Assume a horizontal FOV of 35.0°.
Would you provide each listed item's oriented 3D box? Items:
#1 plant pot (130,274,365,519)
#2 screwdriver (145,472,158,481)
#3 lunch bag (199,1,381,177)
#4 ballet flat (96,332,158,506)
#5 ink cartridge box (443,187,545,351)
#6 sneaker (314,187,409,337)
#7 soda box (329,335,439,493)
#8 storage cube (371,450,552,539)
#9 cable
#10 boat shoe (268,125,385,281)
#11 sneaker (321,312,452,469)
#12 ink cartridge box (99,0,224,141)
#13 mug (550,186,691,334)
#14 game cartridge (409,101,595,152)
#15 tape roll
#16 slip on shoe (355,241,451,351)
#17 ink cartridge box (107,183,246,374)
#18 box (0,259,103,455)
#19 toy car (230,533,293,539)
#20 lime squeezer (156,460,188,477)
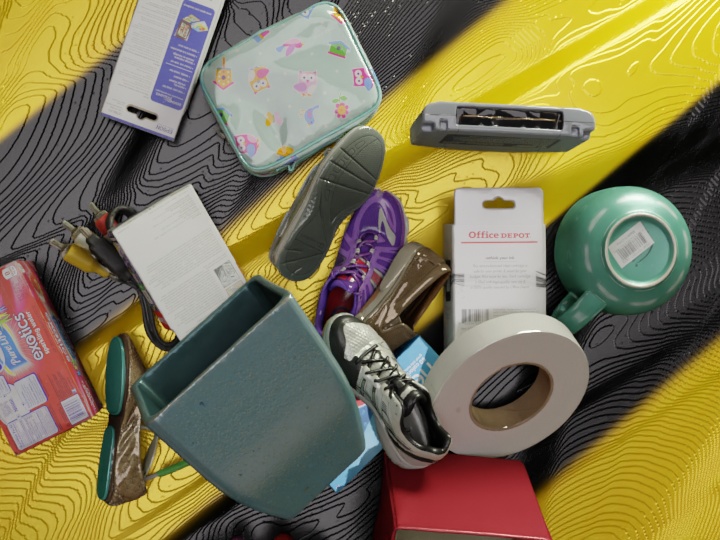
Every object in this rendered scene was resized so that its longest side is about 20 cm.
[{"bbox_3d":[-0.107,0.152,1.247,0.196,0.196,0.200,-41,105,-8],"label":"plant pot"},{"bbox_3d":[-0.192,0.228,1.370,0.198,0.029,0.028,-19,92,-5],"label":"screwdriver"},{"bbox_3d":[-0.083,-0.207,1.350,0.199,0.077,0.161,-29,94,-4],"label":"lunch bag"},{"bbox_3d":[-0.271,0.176,1.352,0.065,0.070,0.202,6,91,-31],"label":"ballet flat"},{"bbox_3d":[0.161,0.003,1.377,0.115,0.067,0.202,0,91,-6],"label":"ink cartridge box"},{"bbox_3d":[0.000,0.000,1.350,0.080,0.083,0.202,19,89,9],"label":"sneaker"},{"bbox_3d":[0.018,0.169,1.369,0.200,0.064,0.068,-44,94,-4],"label":"soda box"},{"bbox_3d":[0.106,0.325,1.300,0.198,0.180,0.173,6,109,-5],"label":"storage cube"},{"bbox_3d":[-0.271,0.003,1.366,0.097,0.050,0.200,-47,107,-20],"label":"cable"},{"bbox_3d":[-0.044,-0.084,1.352,0.074,0.065,0.203,27,96,-32],"label":"boat shoe"},{"bbox_3d":[0.036,0.128,1.272,0.075,0.087,0.201,-38,97,-29],"label":"sneaker"},{"bbox_3d":[-0.232,-0.262,1.358,0.094,0.037,0.202,19,87,-6],"label":"ink cartridge box"},{"bbox_3d":[0.315,-0.008,1.366,0.150,0.114,0.187,6,90,-5],"label":"mug"},{"bbox_3d":[0.161,-0.166,1.342,0.198,0.133,0.042,2,91,-6],"label":"game cartridge"},{"bbox_3d":[0.170,0.138,1.337,0.201,0.037,0.204,-11,130,-13],"label":"tape roll"},{"bbox_3d":[0.037,0.064,1.348,0.060,0.076,0.201,31,85,27],"label":"slip on shoe"},{"bbox_3d":[-0.199,0.012,1.342,0.109,0.050,0.201,-33,102,-18],"label":"ink cartridge box"},{"bbox_3d":[-0.389,0.097,1.318,0.099,0.095,0.201,-26,92,-4],"label":"box"},{"bbox_3d":[-0.119,0.381,1.327,0.198,0.176,0.151,-7,57,-4],"label":"toy car"},{"bbox_3d":[-0.161,0.178,1.352,0.070,0.038,0.201,34,84,12],"label":"lime squeezer"}]
